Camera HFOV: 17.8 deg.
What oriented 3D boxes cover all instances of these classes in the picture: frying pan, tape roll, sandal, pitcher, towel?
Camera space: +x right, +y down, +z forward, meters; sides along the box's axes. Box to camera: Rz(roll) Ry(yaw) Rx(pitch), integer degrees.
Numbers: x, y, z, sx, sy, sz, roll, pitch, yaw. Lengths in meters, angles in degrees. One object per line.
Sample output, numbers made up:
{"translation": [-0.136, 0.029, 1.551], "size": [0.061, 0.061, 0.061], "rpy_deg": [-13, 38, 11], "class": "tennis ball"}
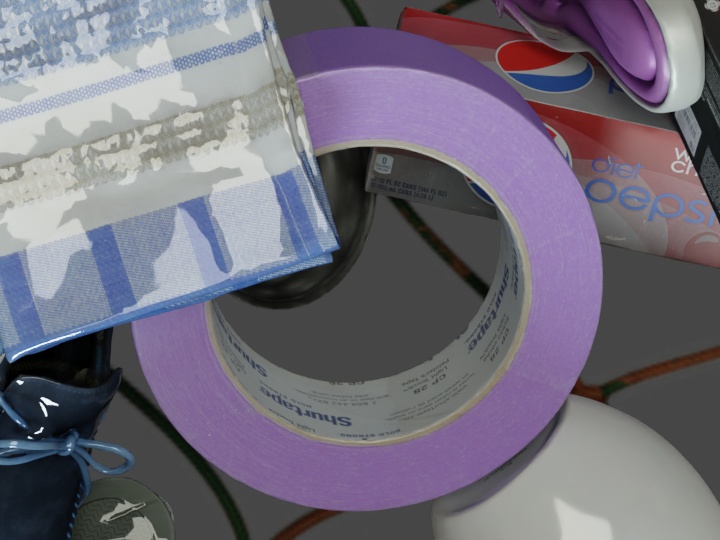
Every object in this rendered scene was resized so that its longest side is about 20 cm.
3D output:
{"translation": [-0.065, -0.060, 1.024], "size": [0.190, 0.031, 0.115], "rpy_deg": [39, 67, -33], "class": "frying pan"}
{"translation": [0.000, 0.000, 0.986], "size": [0.200, 0.066, 0.200], "rpy_deg": [-2, 112, -6], "class": "tape roll"}
{"translation": [0.083, -0.128, 1.003], "size": [0.050, 0.203, 0.083], "rpy_deg": [-16, 119, -18], "class": "sandal"}
{"translation": [0.106, 0.169, 1.036], "size": [0.172, 0.121, 0.200], "rpy_deg": [-39, 103, 7], "class": "pitcher"}
{"translation": [-0.101, -0.079, 0.907], "size": [0.147, 0.024, 0.200], "rpy_deg": [-17, 90, -1], "class": "towel"}

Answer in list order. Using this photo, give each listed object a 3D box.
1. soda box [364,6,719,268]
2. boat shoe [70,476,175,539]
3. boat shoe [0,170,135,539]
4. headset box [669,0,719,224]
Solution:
{"translation": [0.106, -0.058, 1.044], "size": [0.200, 0.063, 0.070], "rpy_deg": [12, 124, 0], "class": "soda box"}
{"translation": [-0.155, 0.177, 1.024], "size": [0.074, 0.065, 0.202], "rpy_deg": [37, 85, 8], "class": "boat shoe"}
{"translation": [-0.137, 0.045, 0.946], "size": [0.084, 0.069, 0.200], "rpy_deg": [-13, 109, -47], "class": "boat shoe"}
{"translation": [0.234, -0.096, 0.982], "size": [0.200, 0.075, 0.149], "rpy_deg": [-14, 63, -11], "class": "headset box"}
